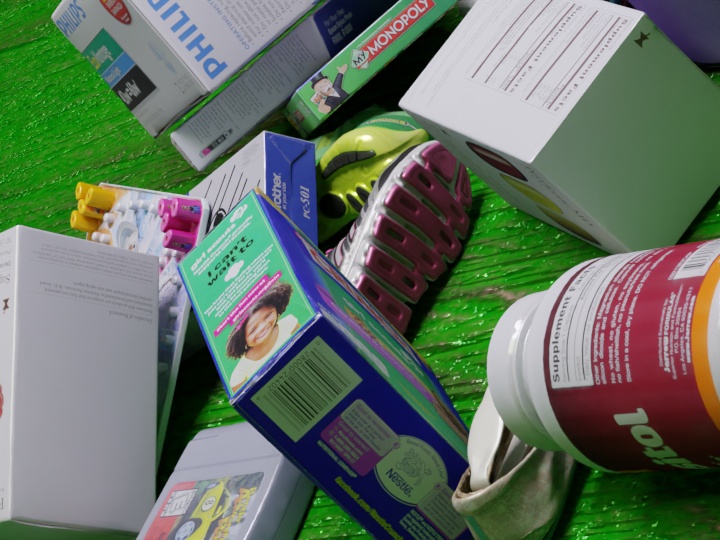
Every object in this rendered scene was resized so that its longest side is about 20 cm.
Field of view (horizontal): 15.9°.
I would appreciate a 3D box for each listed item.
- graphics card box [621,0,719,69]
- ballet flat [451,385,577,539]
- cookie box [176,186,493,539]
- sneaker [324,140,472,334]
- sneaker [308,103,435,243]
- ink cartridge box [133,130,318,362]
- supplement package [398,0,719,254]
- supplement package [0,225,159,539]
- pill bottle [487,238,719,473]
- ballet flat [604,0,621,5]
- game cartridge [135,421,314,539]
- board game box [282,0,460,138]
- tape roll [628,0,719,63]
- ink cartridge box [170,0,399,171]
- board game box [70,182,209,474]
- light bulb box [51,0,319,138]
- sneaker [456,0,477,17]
[{"bbox_3d":[0.247,-0.184,1.560,0.126,0.051,0.200,-56,25,-17],"label":"graphics card box"},{"bbox_3d":[0.102,0.066,1.422,0.067,0.062,0.201,-22,35,43],"label":"ballet flat"},{"bbox_3d":[-0.014,0.063,1.488,0.075,0.171,0.200,-42,25,5],"label":"cookie box"},{"bbox_3d":[0.000,0.000,1.668,0.087,0.074,0.201,1,59,51],"label":"sneaker"},{"bbox_3d":[-0.006,-0.069,1.807,0.083,0.074,0.200,-31,10,-30],"label":"sneaker"},{"bbox_3d":[-0.098,-0.013,1.805,0.200,0.044,0.095,-35,50,51],"label":"ink cartridge box"},{"bbox_3d":[0.127,-0.093,1.545,0.110,0.114,0.200,-52,24,-3],"label":"supplement package"},{"bbox_3d":[-0.217,0.088,1.753,0.121,0.119,0.202,-20,65,47],"label":"supplement package"},{"bbox_3d":[0.157,0.045,1.302,0.199,0.113,0.113,-10,45,55],"label":"pill bottle"},{"bbox_3d":[0.150,-0.219,1.627,0.069,0.070,0.200,-29,22,36],"label":"ballet flat"},{"bbox_3d":[-0.097,0.178,1.620,0.133,0.041,0.201,-10,44,48],"label":"game cartridge"},{"bbox_3d":[0.007,-0.153,1.831,0.134,0.029,0.200,-41,3,-4],"label":"board game box"},{"bbox_3d":[0.229,-0.223,1.487,0.200,0.085,0.201,-38,27,24],"label":"tape roll"},{"bbox_3d":[-0.031,-0.172,1.927,0.200,0.043,0.196,-36,6,29],"label":"ink cartridge box"},{"bbox_3d":[-0.178,0.039,1.858,0.200,0.026,0.202,11,89,62],"label":"board game box"},{"bbox_3d":[-0.098,-0.216,1.862,0.200,0.125,0.198,-42,6,-16],"label":"light bulb box"},{"bbox_3d":[0.109,-0.163,1.738,0.081,0.075,0.200,-59,25,-2],"label":"sneaker"}]
